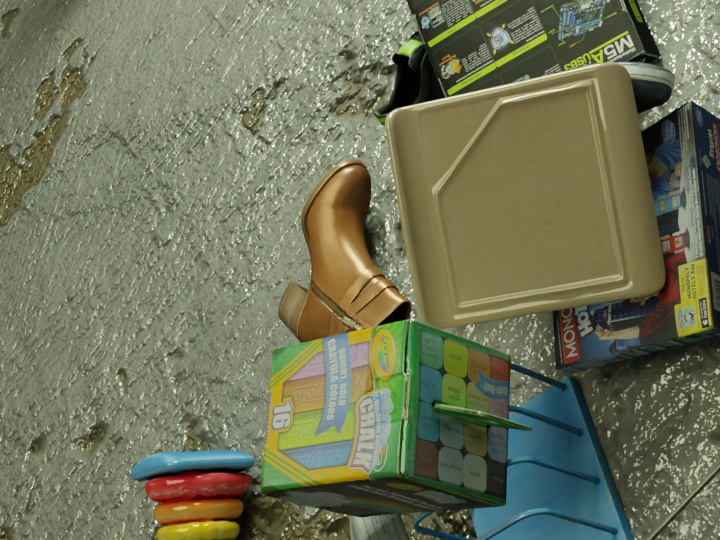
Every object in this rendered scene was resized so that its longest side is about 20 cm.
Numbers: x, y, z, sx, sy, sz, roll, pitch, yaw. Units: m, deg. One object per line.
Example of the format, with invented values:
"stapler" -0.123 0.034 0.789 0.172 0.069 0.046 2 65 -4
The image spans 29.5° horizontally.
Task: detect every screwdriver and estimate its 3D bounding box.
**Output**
"screwdriver" 0.280 0.143 1.048 0.200 0.028 0.029 -50 14 20

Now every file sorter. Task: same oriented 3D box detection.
"file sorter" 0.120 0.192 1.122 0.139 0.123 0.200 -37 49 29

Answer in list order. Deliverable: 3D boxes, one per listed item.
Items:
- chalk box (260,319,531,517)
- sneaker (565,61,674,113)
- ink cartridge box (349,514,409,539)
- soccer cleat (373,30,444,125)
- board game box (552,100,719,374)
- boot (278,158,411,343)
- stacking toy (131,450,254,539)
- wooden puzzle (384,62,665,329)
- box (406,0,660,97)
"chalk box" 0.036 0.116 1.058 0.200 0.124 0.124 -15 63 41
"sneaker" 0.171 -0.088 1.140 0.202 0.077 0.146 -11 73 36
"ink cartridge box" 0.031 0.316 1.150 0.200 0.044 0.174 -113 17 -61
"soccer cleat" 0.081 -0.224 1.374 0.068 0.081 0.200 29 95 49
"board game box" 0.217 -0.014 1.155 0.200 0.062 0.200 -20 59 41
"boot" 0.000 0.000 1.373 0.155 0.074 0.200 32 109 50
"stacking toy" -0.165 0.288 1.409 0.116 0.110 0.200 -26 65 56
"wooden puzzle" 0.131 -0.058 1.099 0.200 0.037 0.185 -10 89 14
"box" 0.152 -0.240 1.275 0.200 0.048 0.193 -28 79 31
